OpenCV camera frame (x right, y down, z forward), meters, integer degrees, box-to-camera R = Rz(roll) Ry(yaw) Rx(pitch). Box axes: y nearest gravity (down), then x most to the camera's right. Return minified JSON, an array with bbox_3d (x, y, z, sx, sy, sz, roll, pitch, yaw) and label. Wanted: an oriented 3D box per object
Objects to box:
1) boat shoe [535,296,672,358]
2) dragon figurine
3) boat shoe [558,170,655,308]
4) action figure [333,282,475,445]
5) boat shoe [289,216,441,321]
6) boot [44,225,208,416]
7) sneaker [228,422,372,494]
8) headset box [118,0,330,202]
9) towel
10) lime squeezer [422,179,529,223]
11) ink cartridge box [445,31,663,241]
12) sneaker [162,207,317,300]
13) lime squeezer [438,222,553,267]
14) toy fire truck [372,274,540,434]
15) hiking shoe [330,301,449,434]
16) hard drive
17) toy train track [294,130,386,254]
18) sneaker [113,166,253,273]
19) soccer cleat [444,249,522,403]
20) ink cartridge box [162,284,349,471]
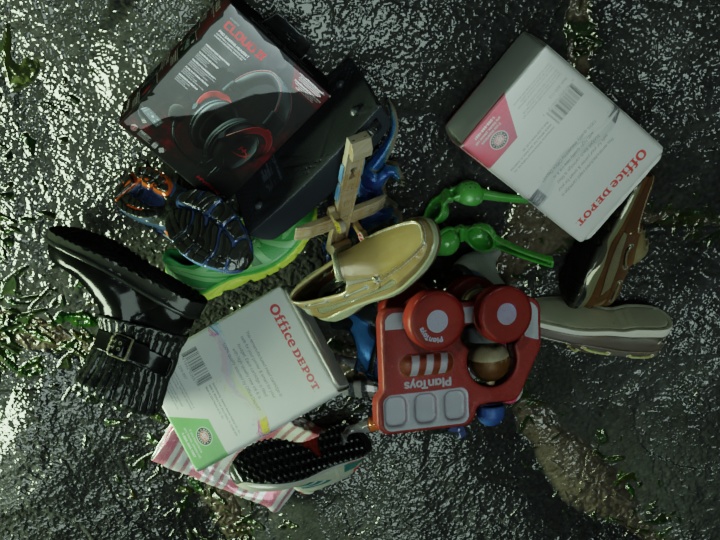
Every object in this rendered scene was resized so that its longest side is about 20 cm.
[{"bbox_3d":[0.293,0.077,1.401,0.199,0.072,0.060,4,127,-6],"label":"boat shoe"},{"bbox_3d":[-0.002,-0.095,1.275,0.099,0.059,0.200,-2,119,-8],"label":"dragon figurine"},{"bbox_3d":[0.312,-0.039,1.348,0.074,0.076,0.200,9,124,-18],"label":"boat shoe"},{"bbox_3d":[0.060,0.119,1.396,0.193,0.105,0.201,-8,90,-11],"label":"action figure"},{"bbox_3d":[0.000,0.000,1.215,0.076,0.072,0.200,15,139,-42],"label":"boat shoe"},{"bbox_3d":[-0.294,0.058,1.258,0.211,0.079,0.158,30,101,6],"label":"boot"},{"bbox_3d":[-0.081,0.258,1.395,0.199,0.070,0.094,-9,138,-36],"label":"sneaker"},{"bbox_3d":[-0.140,-0.193,1.195,0.200,0.075,0.149,-43,115,14],"label":"headset box"},{"bbox_3d":[-0.153,0.233,1.440,0.200,0.030,0.146,28,111,-20],"label":"towel"},{"bbox_3d":[0.111,-0.072,1.324,0.200,0.038,0.071,-24,150,4],"label":"lime squeezer"},{"bbox_3d":[0.221,-0.150,1.261,0.200,0.083,0.147,35,103,-23],"label":"ink cartridge box"},{"bbox_3d":[-0.140,-0.032,1.279,0.200,0.074,0.084,-27,122,7],"label":"sneaker"},{"bbox_3d":[0.120,-0.023,1.291,0.199,0.071,0.038,-3,148,-2],"label":"lime squeezer"},{"bbox_3d":[0.108,0.096,1.246,0.199,0.112,0.168,-3,98,-18],"label":"toy fire truck"},{"bbox_3d":[0.038,0.114,1.319,0.087,0.074,0.200,-31,82,6],"label":"hiking shoe"},{"bbox_3d":[-0.055,-0.130,1.211,0.200,0.135,0.042,-43,126,14],"label":"hard drive"},{"bbox_3d":[-0.010,-0.072,1.182,0.114,0.033,0.200,-22,153,-21],"label":"toy train track"},{"bbox_3d":[-0.183,-0.053,1.215,0.075,0.200,0.078,-54,145,-2],"label":"sneaker"},{"bbox_3d":[0.174,0.066,1.360,0.086,0.070,0.200,-31,110,-29],"label":"soccer cleat"},{"bbox_3d":[-0.134,0.127,1.321,0.200,0.088,0.146,-30,84,9],"label":"ink cartridge box"}]
